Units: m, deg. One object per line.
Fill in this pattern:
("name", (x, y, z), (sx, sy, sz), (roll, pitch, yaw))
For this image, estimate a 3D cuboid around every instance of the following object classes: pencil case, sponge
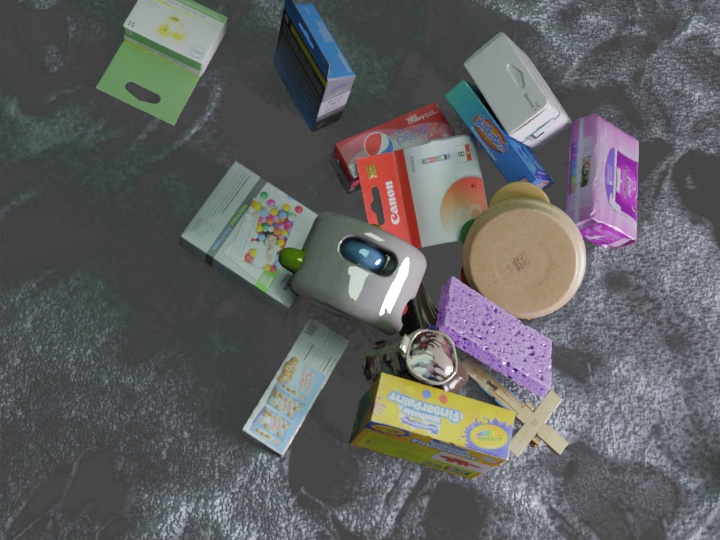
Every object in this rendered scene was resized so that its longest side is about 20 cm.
("pencil case", (0.064, 0.128, 1.380), (0.089, 0.200, 0.078), (40, 70, -9))
("sponge", (0.205, 0.100, 1.462), (0.198, 0.030, 0.112), (32, 37, -11))

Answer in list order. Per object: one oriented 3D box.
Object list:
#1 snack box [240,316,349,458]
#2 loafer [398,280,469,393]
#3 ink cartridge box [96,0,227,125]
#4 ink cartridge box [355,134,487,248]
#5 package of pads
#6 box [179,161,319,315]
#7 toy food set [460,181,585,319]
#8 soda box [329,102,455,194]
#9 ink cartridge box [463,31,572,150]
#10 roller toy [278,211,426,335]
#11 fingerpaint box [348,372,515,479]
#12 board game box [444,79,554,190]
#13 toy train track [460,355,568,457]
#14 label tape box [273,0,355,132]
("snack box", (-0.095, 0.170, 1.418), (0.071, 0.024, 0.202), (31, 67, 0))
("loafer", (0.108, 0.100, 1.470), (0.070, 0.073, 0.203), (-11, 75, -29))
("ink cartridge box", (-0.320, -0.354, 1.556), (0.144, 0.048, 0.202), (24, 64, -3))
("ink cartridge box", (0.103, -0.120, 1.519), (0.197, 0.050, 0.165), (-13, 94, -24))
("package of pads", (0.404, -0.147, 1.600), (0.119, 0.075, 0.204), (20, 65, -30))
("box", (-0.154, -0.051, 1.480), (0.198, 0.041, 0.157), (34, 67, 1))
("toy food set", (0.249, -0.020, 1.491), (0.199, 0.198, 0.049), (41, 22, -3))
("soda box", (0.052, -0.200, 1.568), (0.198, 0.064, 0.071), (-26, 76, -19))
("ink cartridge box", (0.260, -0.288, 1.568), (0.084, 0.199, 0.147), (-35, 77, 19))
("roller toy", (0.000, 0.000, 1.395), (0.181, 0.199, 0.142), (19, 83, 42))
("fingerpaint box", (0.098, 0.223, 1.362), (0.197, 0.167, 0.075), (16, 67, -5))
("board game box", (0.229, -0.212, 1.568), (0.045, 0.152, 0.201), (-39, 79, 19))
("toy train track", (0.231, 0.208, 1.473), (0.199, 0.033, 0.115), (41, 74, 11))
("label tape box", (-0.071, -0.335, 1.517), (0.063, 0.200, 0.146), (-25, 76, -20))
